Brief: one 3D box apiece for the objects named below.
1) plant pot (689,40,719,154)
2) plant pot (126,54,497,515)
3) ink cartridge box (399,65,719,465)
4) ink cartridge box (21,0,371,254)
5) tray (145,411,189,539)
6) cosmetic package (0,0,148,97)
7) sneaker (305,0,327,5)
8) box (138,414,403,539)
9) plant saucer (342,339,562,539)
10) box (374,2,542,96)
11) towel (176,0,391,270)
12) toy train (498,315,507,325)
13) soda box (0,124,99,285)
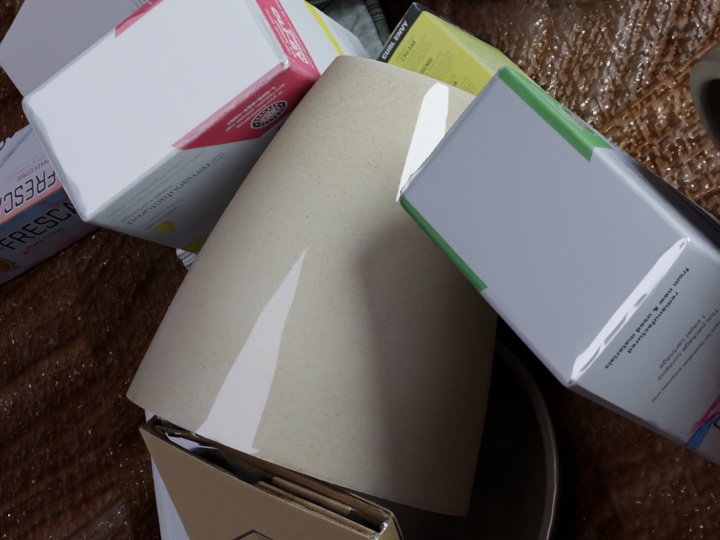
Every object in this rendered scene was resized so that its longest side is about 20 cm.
[{"bbox_3d":[0.270,-0.074,0.786,0.175,0.200,0.200,-44,47,-3],"label":"plant pot"},{"bbox_3d":[0.000,0.000,0.943,0.186,0.186,0.202,18,88,45],"label":"plant pot"},{"bbox_3d":[0.134,0.009,0.851,0.084,0.199,0.145,-51,47,11],"label":"ink cartridge box"},{"bbox_3d":[-0.072,-0.085,1.039,0.145,0.200,0.084,-36,72,14],"label":"ink cartridge box"},{"bbox_3d":[-0.095,0.130,1.140,0.107,0.022,0.202,-30,56,30],"label":"tray"},{"bbox_3d":[-0.134,-0.156,1.100,0.108,0.085,0.200,54,141,5],"label":"cosmetic package"},{"bbox_3d":[-0.066,-0.197,1.156,0.199,0.077,0.079,7,83,39],"label":"sneaker"},{"bbox_3d":[-0.024,0.171,0.942,0.162,0.201,0.021,18,51,38],"label":"box"},{"bbox_3d":[0.035,0.129,1.016,0.199,0.029,0.202,-18,63,38],"label":"plant saucer"},{"bbox_3d":[0.089,-0.072,1.011,0.050,0.075,0.200,-55,48,15],"label":"box"},{"bbox_3d":[-0.069,-0.130,1.191,0.192,0.034,0.201,-34,54,21],"label":"towel"},{"bbox_3d":[0.042,-0.002,1.057,0.199,0.034,0.046,18,97,45],"label":"toy train"},{"bbox_3d":[-0.223,-0.060,1.302,0.199,0.063,0.069,-26,58,33],"label":"soda box"}]
